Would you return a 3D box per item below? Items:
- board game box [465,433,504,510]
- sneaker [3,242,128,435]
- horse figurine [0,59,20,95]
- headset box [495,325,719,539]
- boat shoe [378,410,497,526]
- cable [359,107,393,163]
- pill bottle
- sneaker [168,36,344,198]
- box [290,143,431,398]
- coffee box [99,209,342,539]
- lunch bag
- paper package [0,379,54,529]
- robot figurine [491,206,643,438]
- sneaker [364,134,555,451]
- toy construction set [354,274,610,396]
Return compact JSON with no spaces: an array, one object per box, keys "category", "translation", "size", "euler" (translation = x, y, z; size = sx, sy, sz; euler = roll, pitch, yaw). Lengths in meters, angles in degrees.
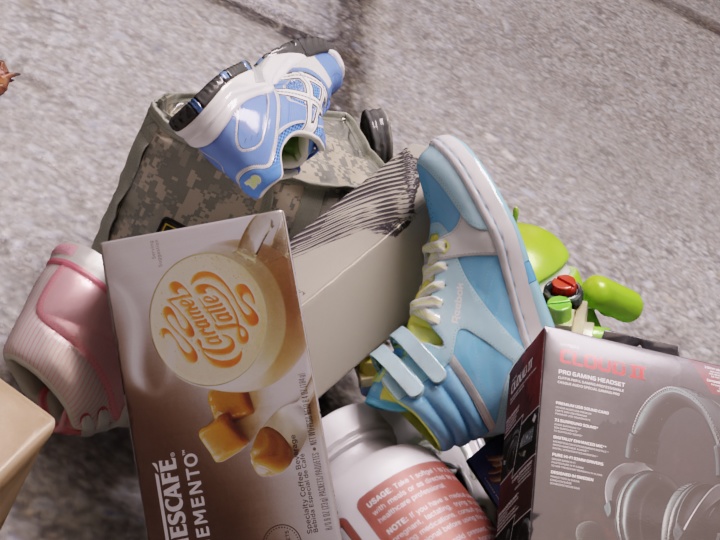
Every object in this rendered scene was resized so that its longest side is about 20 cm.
[{"category":"board game box","translation":[0.157,0.198,1.096],"size":[0.136,0.035,0.200],"euler":[56,10,35]},{"category":"sneaker","translation":[-0.147,0.083,1.039],"size":[0.200,0.075,0.105],"euler":[43,62,-22]},{"category":"horse figurine","translation":[-0.352,-0.157,1.210],"size":[0.133,0.050,0.200],"euler":[46,21,-9]},{"category":"headset box","translation":[0.161,0.133,0.946],"size":[0.147,0.077,0.202],"euler":[13,62,-8]},{"category":"boat shoe","translation":[0.057,0.144,1.122],"size":[0.067,0.074,0.201],"euler":[21,27,-55]},{"category":"cable","translation":[0.018,-0.049,1.277],"size":[0.050,0.202,0.098],"euler":[-1,34,-9]},{"category":"pill bottle","translation":[0.034,0.185,1.016],"size":[0.111,0.113,0.200],"euler":[-6,48,-46]},{"category":"sneaker","translation":[-0.057,-0.102,1.075],"size":[0.077,0.076,0.200],"euler":[51,31,-1]},{"category":"box","translation":[0.000,0.000,1.093],"size":[0.200,0.069,0.082],"euler":[-40,33,-23]},{"category":"coffee box","translation":[-0.082,0.077,0.954],"size":[0.113,0.080,0.203],"euler":[-9,81,-3]},{"category":"lunch bag","translation":[-0.094,-0.034,1.163],"size":[0.198,0.165,0.118],"euler":[4,37,-37]},{"category":"paper package","translation":[-0.298,0.100,0.852],"size":[0.199,0.104,0.191],"euler":[35,32,5]},{"category":"robot figurine","translation":[0.129,0.053,1.240],"size":[0.116,0.174,0.202],"euler":[-37,105,-57]},{"category":"sneaker","translation":[0.047,0.022,1.032],"size":[0.080,0.129,0.202],"euler":[130,-61,-83]},{"category":"toy construction set","translation":[0.100,0.063,1.118],"size":[0.198,0.093,0.132],"euler":[17,36,3]}]
